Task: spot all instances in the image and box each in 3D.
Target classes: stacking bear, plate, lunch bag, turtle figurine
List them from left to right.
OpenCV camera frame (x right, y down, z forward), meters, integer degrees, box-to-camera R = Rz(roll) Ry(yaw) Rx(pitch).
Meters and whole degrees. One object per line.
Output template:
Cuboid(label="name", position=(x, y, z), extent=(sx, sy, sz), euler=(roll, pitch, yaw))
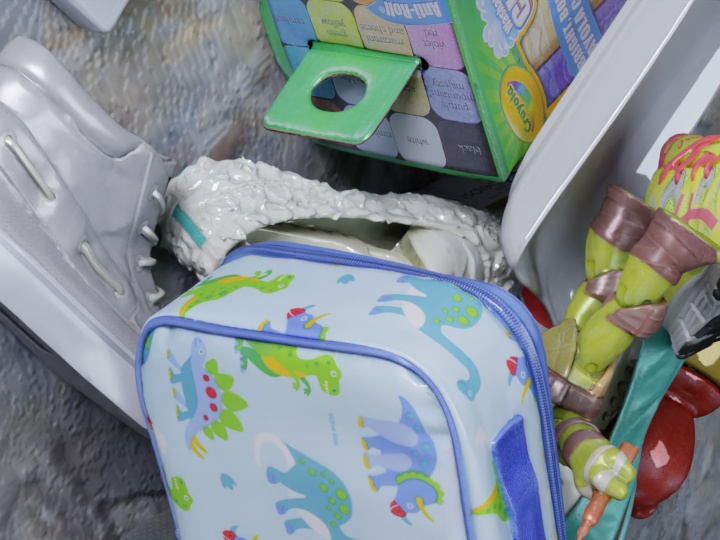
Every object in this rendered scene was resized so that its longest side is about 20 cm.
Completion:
Cuboid(label="lunch bag", position=(0.005, 0.095, 0.693), extent=(0.082, 0.159, 0.202), euler=(-39, 126, -45))
Cuboid(label="turtle figurine", position=(0.092, 0.044, 0.786), extent=(0.064, 0.200, 0.162), euler=(29, 94, -5))
Cuboid(label="plate", position=(0.128, -0.075, 0.830), extent=(0.201, 0.032, 0.200), euler=(-57, 164, -1))
Cuboid(label="stacking bear", position=(0.174, 0.038, 1.015), extent=(0.121, 0.113, 0.202), euler=(37, 70, -48))

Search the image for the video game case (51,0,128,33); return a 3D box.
Cuboid(label="video game case", position=(-0.109, -0.225, 0.677), extent=(0.182, 0.023, 0.202), euler=(43, 70, -48))

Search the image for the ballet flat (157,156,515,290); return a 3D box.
Cuboid(label="ballet flat", position=(0.000, 0.000, 0.803), extent=(0.198, 0.072, 0.073), euler=(9, 95, -32))

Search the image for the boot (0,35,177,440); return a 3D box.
Cuboid(label="boot", position=(-0.098, -0.003, 0.717), extent=(0.096, 0.073, 0.200), euler=(-54, 136, -14))

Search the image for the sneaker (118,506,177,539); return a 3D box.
Cuboid(label="sneaker", position=(-0.045, 0.119, 0.820), extent=(0.200, 0.070, 0.081), euler=(-45, 128, -30))

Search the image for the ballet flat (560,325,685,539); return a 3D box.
Cuboid(label="ballet flat", position=(0.115, 0.082, 0.919), extent=(0.070, 0.067, 0.202), euler=(30, 77, -26))

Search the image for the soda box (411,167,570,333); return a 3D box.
Cuboid(label="soda box", position=(0.071, 0.049, 0.945), extent=(0.068, 0.063, 0.202), euler=(-25, 119, -43))

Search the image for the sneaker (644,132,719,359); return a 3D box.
Cuboid(label="sneaker", position=(0.171, -0.033, 0.827), extent=(0.077, 0.091, 0.200), euler=(-19, 161, -20))

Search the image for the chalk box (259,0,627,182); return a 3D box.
Cuboid(label="chalk box", position=(0.033, -0.129, 0.796), extent=(0.200, 0.124, 0.125), euler=(-46, 133, -32))
